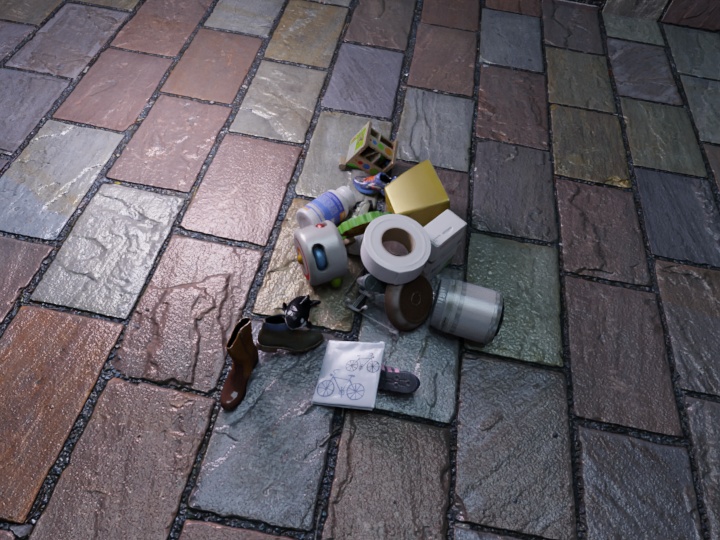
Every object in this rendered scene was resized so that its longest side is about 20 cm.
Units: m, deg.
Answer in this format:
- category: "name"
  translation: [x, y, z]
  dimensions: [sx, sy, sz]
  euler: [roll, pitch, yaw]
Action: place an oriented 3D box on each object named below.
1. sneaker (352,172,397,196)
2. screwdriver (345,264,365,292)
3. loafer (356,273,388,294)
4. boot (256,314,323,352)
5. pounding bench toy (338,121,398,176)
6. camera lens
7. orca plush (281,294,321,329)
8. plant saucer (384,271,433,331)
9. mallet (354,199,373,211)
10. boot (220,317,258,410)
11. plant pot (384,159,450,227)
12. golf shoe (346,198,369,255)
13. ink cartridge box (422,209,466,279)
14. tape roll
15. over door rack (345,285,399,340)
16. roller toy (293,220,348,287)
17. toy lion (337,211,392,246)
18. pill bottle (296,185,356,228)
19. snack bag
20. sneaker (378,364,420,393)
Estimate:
- category: "sneaker"
  translation: [0.063, -0.320, 1.858]
  dimensions: [0.198, 0.079, 0.076]
  euler: [13, 46, 24]
- category: "screwdriver"
  translation: [0.000, 0.000, 1.673]
  dimensions: [0.029, 0.028, 0.200]
  euler: [10, 49, 40]
- category: "loafer"
  translation: [0.080, 0.041, 1.548]
  dimensions: [0.198, 0.063, 0.073]
  euler: [12, 87, -32]
- category: "boot"
  translation: [-0.194, 0.176, 1.468]
  dimensions: [0.198, 0.098, 0.075]
  euler: [-4, 37, -23]
- category: "pounding bench toy"
  translation: [0.029, -0.415, 1.918]
  dimensions: [0.155, 0.199, 0.125]
  euler: [28, 52, -25]
- category: "camera lens"
  translation: [0.318, 0.119, 1.538]
  dimensions: [0.198, 0.161, 0.161]
  euler: [16, 55, 5]
- category: "orca plush"
  translation: [-0.157, 0.104, 1.498]
  dimensions: [0.105, 0.071, 0.200]
  euler: [45, 20, 10]
- category: "plant saucer"
  translation: [0.156, 0.084, 1.537]
  dimensions: [0.036, 0.202, 0.200]
  euler: [5, 41, 50]
- category: "mallet"
  translation: [0.019, -0.159, 1.783]
  dimensions: [0.065, 0.041, 0.202]
  euler: [-3, 60, -6]
- category: "boot"
  translation: [-0.323, 0.249, 1.356]
  dimensions: [0.068, 0.201, 0.189]
  euler: [23, 55, 11]
- category: "plant pot"
  translation: [0.186, -0.219, 1.756]
  dimensions: [0.174, 0.201, 0.202]
  euler: [-18, 57, -2]
- category: "golf shoe"
  translation: [0.002, -0.141, 1.741]
  dimensions: [0.096, 0.078, 0.202]
  euler: [26, 73, -7]
- category: "ink cartridge box"
  translation: [0.241, -0.075, 1.642]
  dimensions: [0.145, 0.201, 0.084]
  euler: [-37, 66, -28]
- category: "tape roll"
  translation: [0.102, -0.063, 1.500]
  dimensions: [0.200, 0.071, 0.205]
  euler: [5, 58, -8]
- category: "over door rack"
  translation: [0.073, 0.096, 1.587]
  dimensions: [0.199, 0.067, 0.148]
  euler: [33, 59, 16]
- category: "roller toy"
  translation: [-0.130, -0.054, 1.599]
  dimensions: [0.138, 0.183, 0.201]
  euler: [-18, 58, -15]
- category: "toy lion"
  translation: [0.019, -0.143, 1.605]
  dimensions: [0.198, 0.192, 0.069]
  euler: [-17, 83, -22]
- category: "pill bottle"
  translation: [-0.112, -0.203, 1.752]
  dimensions: [0.199, 0.113, 0.112]
  euler: [-37, 66, -27]
- category: "snack bag"
  translation: [-0.031, 0.283, 1.433]
  dimensions: [0.186, 0.021, 0.202]
  euler: [-1, 54, 21]
- category: "sneaker"
  translation: [0.074, 0.303, 1.451]
  dimensions: [0.198, 0.082, 0.071]
  euler: [13, 84, 26]
